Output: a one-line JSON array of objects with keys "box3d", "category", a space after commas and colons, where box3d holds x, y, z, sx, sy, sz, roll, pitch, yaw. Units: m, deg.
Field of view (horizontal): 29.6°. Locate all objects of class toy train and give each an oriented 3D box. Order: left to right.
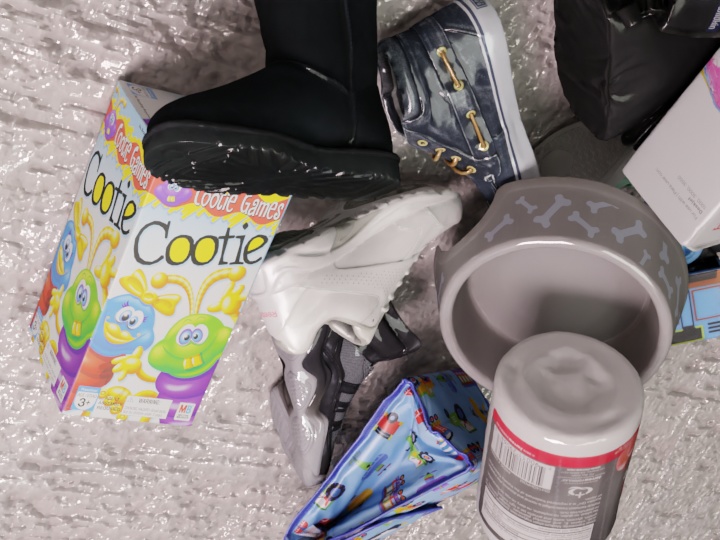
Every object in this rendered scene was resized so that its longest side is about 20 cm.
[{"box3d": [0.206, 0.010, 1.115, 0.198, 0.087, 0.116, -11, 106, 5], "category": "toy train"}]

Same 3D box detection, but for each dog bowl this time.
[{"box3d": [0.149, 0.025, 1.034, 0.198, 0.059, 0.202, 7, 133, 7], "category": "dog bowl"}]

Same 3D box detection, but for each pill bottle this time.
[{"box3d": [0.145, 0.153, 1.033, 0.110, 0.111, 0.201, -16, 136, -20], "category": "pill bottle"}]

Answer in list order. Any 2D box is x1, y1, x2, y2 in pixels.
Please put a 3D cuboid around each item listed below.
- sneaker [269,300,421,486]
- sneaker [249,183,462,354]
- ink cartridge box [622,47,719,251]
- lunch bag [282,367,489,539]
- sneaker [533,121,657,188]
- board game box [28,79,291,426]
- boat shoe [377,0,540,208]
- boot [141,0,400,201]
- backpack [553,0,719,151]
[{"box3d": [-0.010, 0.084, 1.090, 0.113, 0.076, 0.202, -16, 129, -20], "category": "sneaker"}, {"box3d": [0.000, 0.000, 1.004, 0.199, 0.078, 0.100, -26, 106, -30], "category": "sneaker"}, {"box3d": [0.302, -0.118, 0.974, 0.144, 0.085, 0.201, -12, 145, -44], "category": "ink cartridge box"}, {"box3d": [0.021, 0.181, 1.150, 0.200, 0.094, 0.150, -43, 164, 17], "category": "lunch bag"}, {"box3d": [0.219, -0.081, 1.111, 0.200, 0.074, 0.118, -37, 141, 5], "category": "sneaker"}, {"box3d": [-0.139, -0.009, 0.930, 0.102, 0.105, 0.201, 10, 116, -34], "category": "board game box"}, {"box3d": [0.072, -0.100, 1.015, 0.090, 0.071, 0.202, -24, 121, -9], "category": "boat shoe"}, {"box3d": [-0.059, -0.135, 0.846, 0.199, 0.170, 0.076, 3, 164, -44], "category": "boot"}, {"box3d": [0.240, -0.202, 0.998, 0.199, 0.127, 0.167, -28, 152, -11], "category": "backpack"}]
